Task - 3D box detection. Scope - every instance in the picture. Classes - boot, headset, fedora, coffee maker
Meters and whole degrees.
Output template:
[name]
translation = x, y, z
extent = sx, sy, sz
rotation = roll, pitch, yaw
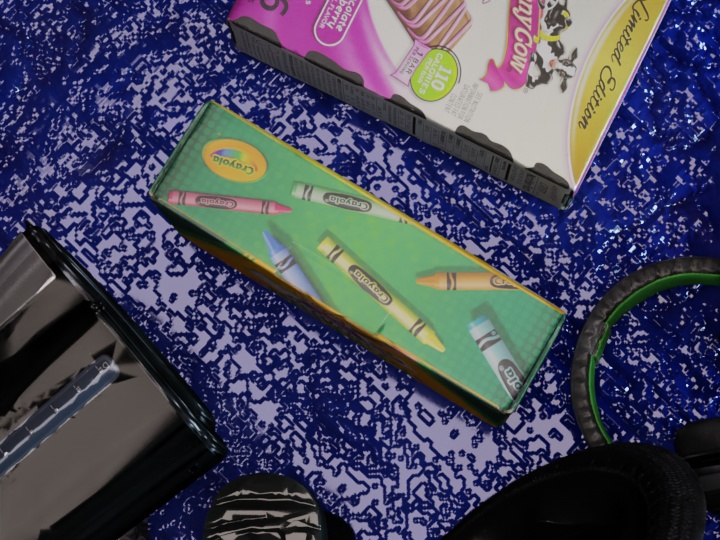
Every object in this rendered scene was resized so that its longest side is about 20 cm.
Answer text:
[boot]
translation = -0.037, 0.200, 0.890
extent = 0.076, 0.168, 0.202
rotation = 2, 74, 9
[headset]
translation = 0.204, 0.072, 0.964
extent = 0.199, 0.094, 0.124
rotation = 22, 83, 20
[fedora]
translation = 0.101, 0.172, 0.898
extent = 0.201, 0.201, 0.092
rotation = -44, 108, -4
[coffee maker]
translation = -0.157, 0.111, 0.860
extent = 0.200, 0.135, 0.193
rotation = -39, 107, -4

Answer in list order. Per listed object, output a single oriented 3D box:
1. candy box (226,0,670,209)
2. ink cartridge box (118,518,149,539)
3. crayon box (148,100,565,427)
[candy box]
translation = 0.049, -0.138, 0.988
extent = 0.199, 0.061, 0.137
rotation = 26, 84, 4
[ink cartridge box]
translation = -0.182, 0.129, 0.951
extent = 0.146, 0.083, 0.202
rotation = -8, 82, 0
[crayon box]
translation = 0.000, 0.000, 0.944
extent = 0.199, 0.119, 0.059
rotation = 31, 85, 6
